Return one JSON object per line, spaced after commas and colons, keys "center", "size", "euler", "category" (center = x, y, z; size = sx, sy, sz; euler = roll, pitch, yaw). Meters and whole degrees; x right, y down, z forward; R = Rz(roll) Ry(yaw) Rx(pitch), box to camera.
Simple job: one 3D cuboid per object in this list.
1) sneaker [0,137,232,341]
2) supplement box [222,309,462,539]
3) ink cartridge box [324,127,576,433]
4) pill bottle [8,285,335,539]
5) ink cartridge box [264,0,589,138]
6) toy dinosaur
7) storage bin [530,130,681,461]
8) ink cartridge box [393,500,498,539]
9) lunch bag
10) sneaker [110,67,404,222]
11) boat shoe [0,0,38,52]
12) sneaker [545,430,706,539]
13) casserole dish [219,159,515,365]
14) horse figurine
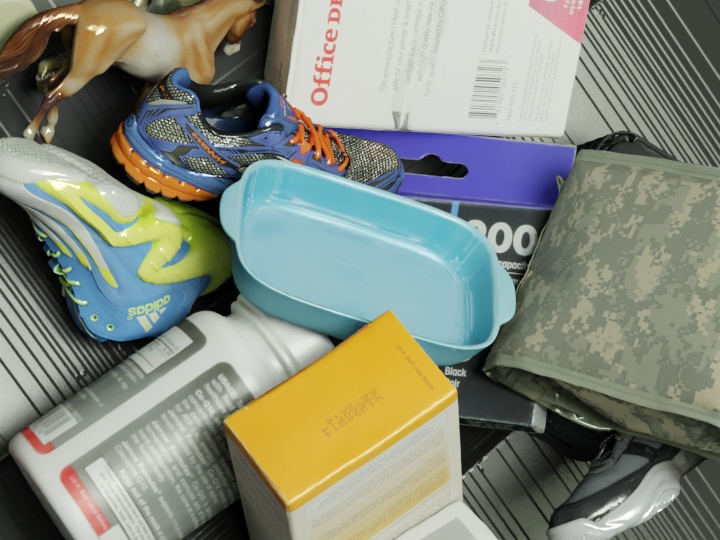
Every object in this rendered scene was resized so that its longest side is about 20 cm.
{"center": [-0.169, -0.008, 1.566], "size": [0.200, 0.076, 0.105], "euler": [24, 98, -38], "category": "sneaker"}
{"center": [-0.007, 0.126, 1.525], "size": [0.126, 0.200, 0.074], "euler": [-33, 63, -15], "category": "supplement box"}
{"center": [0.035, -0.002, 1.645], "size": [0.197, 0.043, 0.201], "euler": [5, 78, 11], "category": "ink cartridge box"}
{"center": [-0.109, 0.098, 1.559], "size": [0.200, 0.114, 0.114], "euler": [-34, 97, -11], "category": "pill bottle"}
{"center": [0.045, -0.173, 1.656], "size": [0.199, 0.083, 0.147], "euler": [2, 116, -16], "category": "ink cartridge box"}
{"center": [-0.140, -0.182, 1.641], "size": [0.200, 0.047, 0.088], "euler": [-25, 110, -24], "category": "toy dinosaur"}
{"center": [0.170, 0.020, 1.727], "size": [0.135, 0.094, 0.200], "euler": [30, 71, -18], "category": "storage bin"}
{"center": [0.007, 0.252, 1.595], "size": [0.161, 0.200, 0.050], "euler": [-29, 61, -24], "category": "ink cartridge box"}
{"center": [0.189, 0.021, 1.550], "size": [0.118, 0.200, 0.164], "euler": [40, 71, -52], "category": "lunch bag"}
{"center": [-0.056, -0.079, 1.589], "size": [0.199, 0.079, 0.075], "euler": [7, 41, -30], "category": "sneaker"}
{"center": [-0.303, -0.142, 1.557], "size": [0.201, 0.074, 0.063], "euler": [-22, 53, -14], "category": "boat shoe"}
{"center": [0.178, 0.095, 1.633], "size": [0.200, 0.075, 0.114], "euler": [-35, 92, -25], "category": "sneaker"}
{"center": [0.000, 0.000, 1.548], "size": [0.199, 0.039, 0.121], "euler": [17, 43, -15], "category": "casserole dish"}
{"center": [-0.152, -0.130, 1.590], "size": [0.200, 0.050, 0.133], "euler": [9, 112, -43], "category": "horse figurine"}
